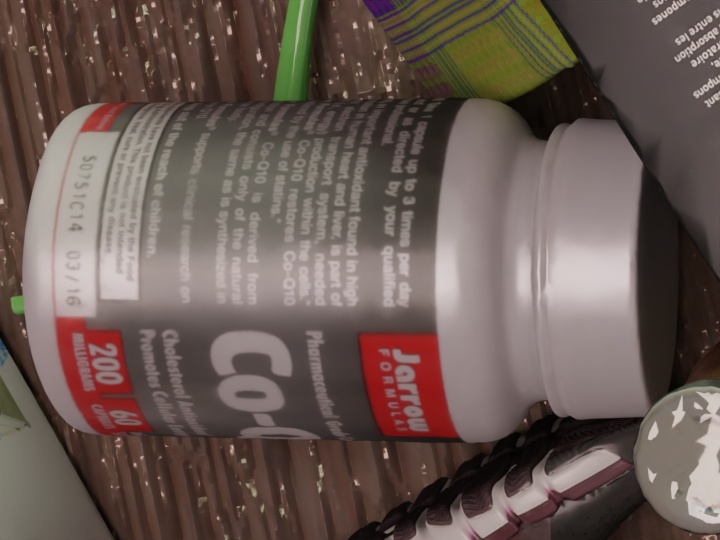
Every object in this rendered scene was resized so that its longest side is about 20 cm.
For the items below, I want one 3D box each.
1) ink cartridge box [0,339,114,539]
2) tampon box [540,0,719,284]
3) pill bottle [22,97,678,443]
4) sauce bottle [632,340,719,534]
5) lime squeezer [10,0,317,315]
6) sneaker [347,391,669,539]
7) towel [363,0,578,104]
[{"bbox_3d":[-0.209,0.069,0.958,0.144,0.085,0.200,-34,79,23],"label":"ink cartridge box"},{"bbox_3d":[0.132,-0.109,0.755,0.126,0.150,0.200,-35,80,22],"label":"tampon box"},{"bbox_3d":[0.000,0.000,0.816,0.200,0.114,0.114,0,94,15],"label":"pill bottle"},{"bbox_3d":[0.133,0.045,0.740,0.065,0.200,0.065,1,92,23],"label":"sauce bottle"},{"bbox_3d":[-0.058,-0.033,0.907,0.071,0.038,0.200,45,112,12],"label":"lime squeezer"},{"bbox_3d":[0.054,0.128,0.862,0.200,0.076,0.116,-32,94,26],"label":"sneaker"},{"bbox_3d":[-0.004,-0.140,0.806,0.023,0.144,0.200,-38,95,-13],"label":"towel"}]
